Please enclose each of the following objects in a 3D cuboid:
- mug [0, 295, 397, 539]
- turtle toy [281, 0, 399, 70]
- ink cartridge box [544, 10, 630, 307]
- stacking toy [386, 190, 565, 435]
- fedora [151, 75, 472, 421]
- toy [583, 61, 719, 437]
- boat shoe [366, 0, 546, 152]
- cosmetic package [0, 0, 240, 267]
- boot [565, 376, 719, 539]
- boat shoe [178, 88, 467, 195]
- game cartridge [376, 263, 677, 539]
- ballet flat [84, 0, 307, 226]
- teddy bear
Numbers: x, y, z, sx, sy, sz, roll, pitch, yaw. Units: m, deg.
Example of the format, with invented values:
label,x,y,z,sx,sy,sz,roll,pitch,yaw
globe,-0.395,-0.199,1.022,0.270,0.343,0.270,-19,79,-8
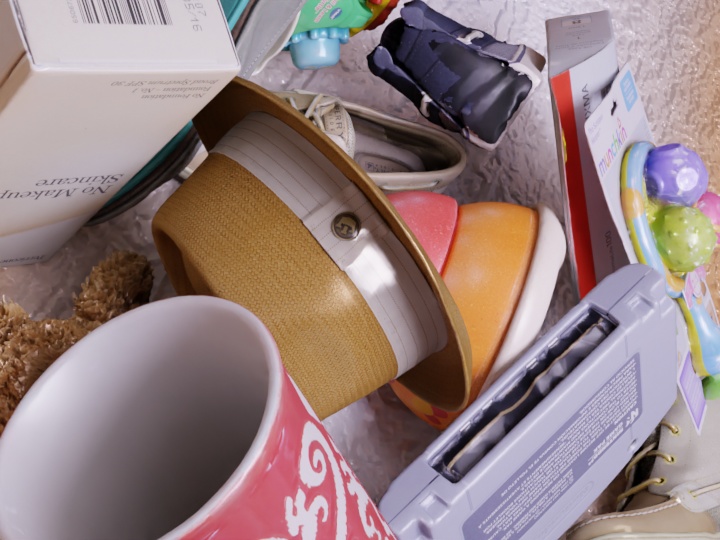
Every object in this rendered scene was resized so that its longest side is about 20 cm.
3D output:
label,x,y,z,sx,sy,sz,roll,pitch,yaw
mug,-0.069,0.129,0.659,0.134,0.177,0.200,-88,153,-44
turtle toy,-0.007,-0.197,0.863,0.101,0.200,0.146,35,29,-23
ink cartridge box,0.143,-0.053,0.893,0.200,0.047,0.160,-79,160,-65
stacking toy,0.000,0.000,0.829,0.200,0.146,0.146,22,52,-3
fedora,-0.035,0.004,0.691,0.082,0.201,0.201,-40,93,-16
toy,0.193,-0.017,0.876,0.115,0.047,0.200,-51,125,-57
boat shoe,0.058,-0.126,0.912,0.093,0.075,0.200,34,7,-1
cosmetic package,-0.152,-0.072,0.674,0.103,0.200,0.073,-7,70,-39
boot,0.179,0.108,0.920,0.200,0.072,0.155,0,67,-43
boat shoe,-0.029,-0.076,0.864,0.200,0.065,0.072,13,59,-32
game cartridge,0.094,0.099,0.795,0.200,0.133,0.041,-41,52,-19
ballet flat,-0.082,-0.099,0.778,0.067,0.200,0.064,42,11,31
teddy bear,-0.107,0.057,0.739,0.200,0.067,0.145,-33,101,-47
